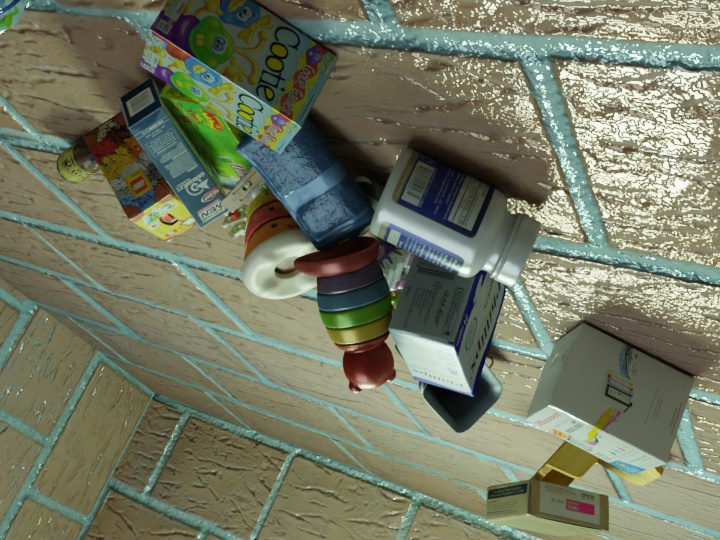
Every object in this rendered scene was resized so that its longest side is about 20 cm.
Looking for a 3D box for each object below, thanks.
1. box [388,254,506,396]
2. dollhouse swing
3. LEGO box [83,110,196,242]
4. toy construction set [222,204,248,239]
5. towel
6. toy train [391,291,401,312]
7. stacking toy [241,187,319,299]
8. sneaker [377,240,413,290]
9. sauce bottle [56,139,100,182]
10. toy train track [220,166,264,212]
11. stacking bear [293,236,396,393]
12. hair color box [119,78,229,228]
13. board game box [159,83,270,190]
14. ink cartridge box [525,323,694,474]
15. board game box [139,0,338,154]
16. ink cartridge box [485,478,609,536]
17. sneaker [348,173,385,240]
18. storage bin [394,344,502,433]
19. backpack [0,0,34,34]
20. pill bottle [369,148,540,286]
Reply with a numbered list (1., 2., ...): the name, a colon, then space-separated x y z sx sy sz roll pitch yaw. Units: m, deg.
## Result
1. box: 0.133 0.055 1.403 0.103 0.187 0.201 13 158 21
2. dollhouse swing: 0.464 0.408 1.903 0.176 0.181 0.201 44 164 14
3. LEGO box: -0.332 -0.141 1.495 0.150 0.076 0.200 59 180 9
4. toy construction set: -0.126 -0.064 1.590 0.130 0.094 0.199 4 162 47
5. towel: -0.072 -0.125 1.303 0.111 0.049 0.201 -25 112 31
6. toy train: 0.036 0.043 1.659 0.114 0.086 0.200 15 160 -1
7. stacking toy: -0.131 -0.072 1.455 0.202 0.144 0.147 67 -175 34
8. sneaker: 0.000 0.000 1.486 0.088 0.199 0.082 34 123 26
9. sauce bottle: -0.493 -0.204 1.727 0.064 0.066 0.199 35 158 -24
10. toy train track: -0.132 -0.152 1.359 0.114 0.033 0.200 42 127 -11
11. stacking bear: -0.004 0.068 1.350 0.113 0.120 0.204 12 118 64
12. hair color box: -0.269 -0.169 1.404 0.201 0.060 0.100 59 -179 -39
13. board game box: -0.197 -0.200 1.389 0.100 0.048 0.201 16 158 27
14. ink cartridge box: 0.387 0.204 1.510 0.197 0.146 0.147 26 161 2
15. board game box: -0.144 -0.245 1.130 0.198 0.104 0.105 31 160 -11
16. ink cartridge box: 0.377 0.482 1.943 0.197 0.076 0.164 17 155 -22
17. sneaker: -0.003 -0.079 1.400 0.073 0.080 0.200 32 158 -12
18. storage bin: 0.160 0.177 1.775 0.134 0.145 0.200 45 178 43
19. backpack: -0.519 -0.369 1.230 0.196 0.165 0.155 18 145 4
20. pill bottle: 0.122 -0.062 1.225 0.197 0.121 0.120 26 160 3
